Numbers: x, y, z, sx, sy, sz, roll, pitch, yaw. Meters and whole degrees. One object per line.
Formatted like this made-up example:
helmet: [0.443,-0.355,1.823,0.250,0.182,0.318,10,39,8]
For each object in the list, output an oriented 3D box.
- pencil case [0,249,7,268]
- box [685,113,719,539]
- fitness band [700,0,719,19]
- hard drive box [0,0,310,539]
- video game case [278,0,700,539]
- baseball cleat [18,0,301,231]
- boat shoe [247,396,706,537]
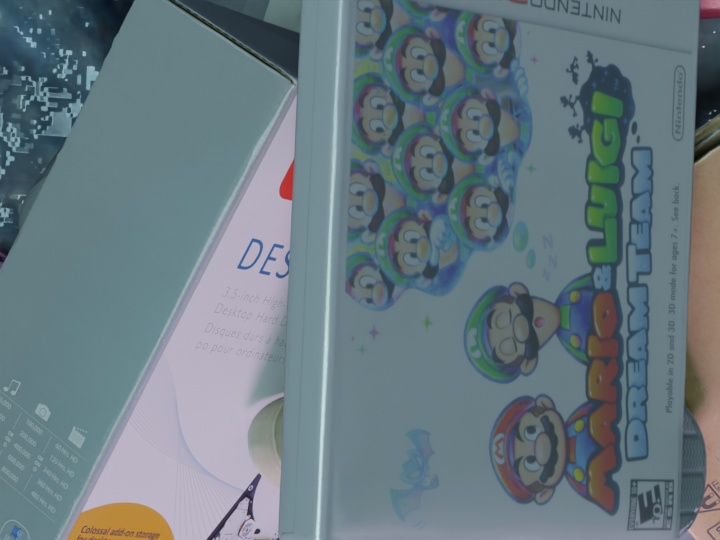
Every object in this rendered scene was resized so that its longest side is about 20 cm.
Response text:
pencil case: [-0.105,0.082,1.108,0.200,0.087,0.087,45,103,2]
box: [0.168,0.028,1.037,0.163,0.021,0.200,-35,118,13]
fitness band: [0.158,-0.045,1.066,0.198,0.037,0.145,1,102,11]
hard drive box: [-0.050,0.018,0.958,0.077,0.155,0.201,34,103,33]
video game case: [0.047,-0.008,0.912,0.024,0.181,0.202,0,86,44]
baseball cleat: [-0.067,-0.087,1.090,0.200,0.070,0.107,-36,65,20]
boat shoe: [0.046,0.060,0.974,0.062,0.199,0.073,-5,76,43]
